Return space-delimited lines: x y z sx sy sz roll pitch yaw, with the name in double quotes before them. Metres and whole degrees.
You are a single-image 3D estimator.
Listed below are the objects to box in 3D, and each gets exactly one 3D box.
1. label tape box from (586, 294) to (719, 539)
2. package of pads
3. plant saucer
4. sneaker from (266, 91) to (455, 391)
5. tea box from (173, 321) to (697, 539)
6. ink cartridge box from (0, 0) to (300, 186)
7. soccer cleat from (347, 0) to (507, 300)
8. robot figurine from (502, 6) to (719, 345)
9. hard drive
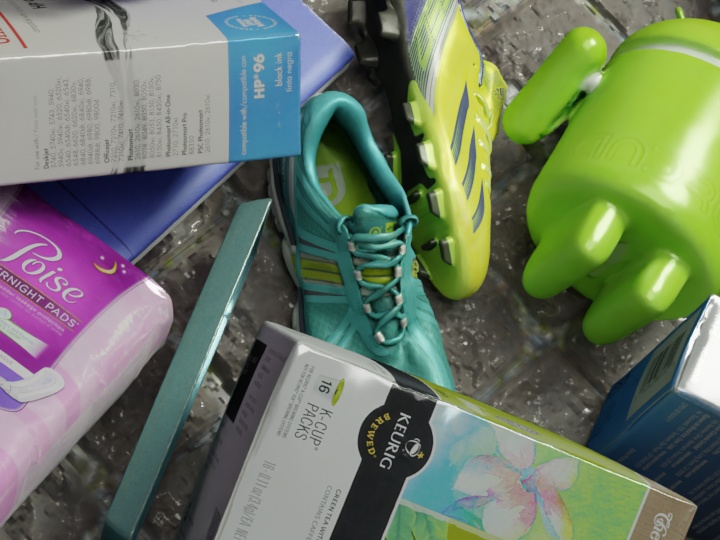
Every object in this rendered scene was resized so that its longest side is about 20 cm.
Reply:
"label tape box" 0.232 0.105 1.251 0.200 0.143 0.066 26 63 -5
"package of pads" -0.186 0.049 1.145 0.120 0.076 0.200 36 39 2
"plant saucer" -0.090 0.056 1.218 0.019 0.070 0.200 22 63 0
"sneaker" 0.000 0.000 1.264 0.077 0.080 0.200 -14 73 -22
"tea box" 0.026 0.122 1.132 0.197 0.200 0.134 21 89 -6
"ink cartridge box" -0.141 -0.095 1.207 0.200 0.116 0.068 -7 112 -19
"soccer cleat" 0.052 -0.081 1.325 0.084 0.065 0.200 -3 69 -25
"robot figurine" 0.166 -0.055 1.315 0.175 0.116 0.200 36 60 -7
"hard drive" -0.116 -0.099 1.302 0.132 0.025 0.200 43 63 5
